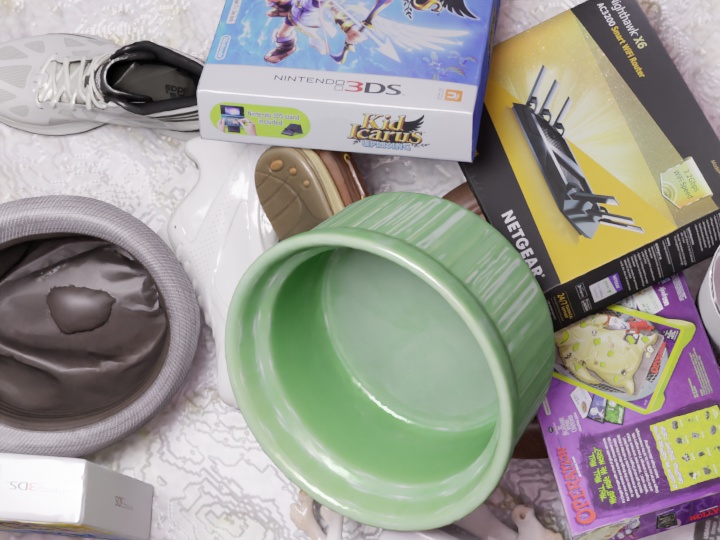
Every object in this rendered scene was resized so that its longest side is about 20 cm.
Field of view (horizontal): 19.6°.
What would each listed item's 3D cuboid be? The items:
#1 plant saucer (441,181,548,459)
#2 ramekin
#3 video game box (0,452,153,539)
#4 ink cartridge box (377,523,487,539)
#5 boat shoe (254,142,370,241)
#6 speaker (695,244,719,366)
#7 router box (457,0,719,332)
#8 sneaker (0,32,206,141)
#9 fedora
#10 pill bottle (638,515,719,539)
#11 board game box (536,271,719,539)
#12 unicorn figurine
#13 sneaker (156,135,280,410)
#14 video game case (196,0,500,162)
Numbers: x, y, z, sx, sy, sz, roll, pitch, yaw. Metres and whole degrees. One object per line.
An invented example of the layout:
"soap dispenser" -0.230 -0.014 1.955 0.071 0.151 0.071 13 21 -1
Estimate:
"plant saucer" 0.113 0.026 1.409 0.198 0.034 0.202 -1 81 8
"ramekin" 0.024 0.050 1.285 0.198 0.098 0.202 15 122 25
"video game box" -0.242 0.145 1.348 0.180 0.200 0.047 6 81 7
"ink cartridge box" 0.055 0.270 1.335 0.160 0.050 0.201 25 103 7
"boat shoe" 0.000 0.000 1.385 0.072 0.067 0.202 -12 104 44
"speaker" 0.253 0.018 1.307 0.080 0.200 0.082 -1 82 6
"router box" 0.149 -0.076 1.372 0.156 0.052 0.201 -26 55 2
"sneaker" -0.184 -0.137 1.426 0.198 0.115 0.076 6 82 8
"fedora" -0.206 0.033 1.404 0.198 0.090 0.178 -17 101 3
"pill bottle" 0.253 0.149 1.330 0.198 0.116 0.117 10 83 11
"board game box" 0.168 0.078 1.313 0.119 0.032 0.201 -14 47 1
"unicorn figurine" 0.045 0.172 1.382 0.199 0.074 0.138 -35 88 15
"sneaker" -0.092 -0.002 1.424 0.098 0.078 0.202 -1 73 15
"video game case" -0.002 -0.159 1.388 0.179 0.046 0.201 6 45 6
